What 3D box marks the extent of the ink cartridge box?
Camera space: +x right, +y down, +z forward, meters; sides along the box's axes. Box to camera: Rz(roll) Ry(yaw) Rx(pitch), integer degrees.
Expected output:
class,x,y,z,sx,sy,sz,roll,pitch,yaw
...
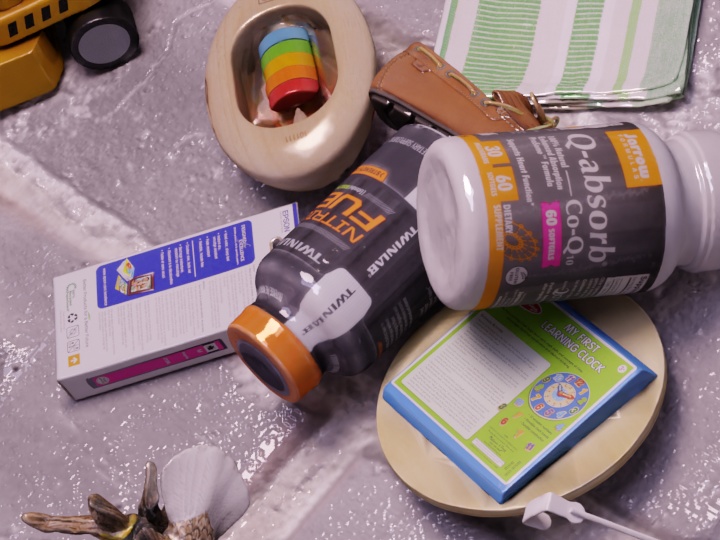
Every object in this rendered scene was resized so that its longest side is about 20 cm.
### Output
class,x,y,z,sx,sy,sz,roll,pitch,yaw
ink cartridge box,-0.129,0.022,1.818,0.199,0.037,0.095,-18,52,14

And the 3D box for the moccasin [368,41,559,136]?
class,x,y,z,sx,sy,sz,roll,pitch,yaw
moccasin,0.101,-0.100,1.774,0.201,0.074,0.078,32,74,31

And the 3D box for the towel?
class,x,y,z,sx,sy,sz,roll,pitch,yaw
towel,0.152,-0.182,1.843,0.199,0.023,0.153,-2,57,22

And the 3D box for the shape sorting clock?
class,x,y,z,sx,sy,sz,roll,pitch,yaw
shape sorting clock,0.107,0.082,1.663,0.199,0.039,0.201,-15,46,16

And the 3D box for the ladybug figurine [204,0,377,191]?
class,x,y,z,sx,sy,sz,roll,pitch,yaw
ladybug figurine,-0.047,-0.138,1.866,0.135,0.072,0.201,-16,54,13

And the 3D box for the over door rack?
class,x,y,z,sx,sy,sz,roll,pitch,yaw
over door rack,0.184,0.222,1.487,0.199,0.067,0.149,15,61,1

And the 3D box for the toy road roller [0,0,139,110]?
class,x,y,z,sx,sy,sz,roll,pitch,yaw
toy road roller,-0.281,-0.226,1.979,0.199,0.146,0.123,-23,51,7

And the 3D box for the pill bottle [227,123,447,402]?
class,x,y,z,sx,sy,sz,roll,pitch,yaw
pill bottle,0.000,0.000,1.718,0.106,0.107,0.200,32,67,36

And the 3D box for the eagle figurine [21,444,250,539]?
class,x,y,z,sx,sy,sz,roll,pitch,yaw
eagle figurine,-0.120,0.231,1.620,0.151,0.152,0.200,-21,40,-5

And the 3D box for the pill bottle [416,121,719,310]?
class,x,y,z,sx,sy,sz,roll,pitch,yaw
pill bottle,0.145,-0.039,1.650,0.198,0.117,0.117,-6,50,-15
